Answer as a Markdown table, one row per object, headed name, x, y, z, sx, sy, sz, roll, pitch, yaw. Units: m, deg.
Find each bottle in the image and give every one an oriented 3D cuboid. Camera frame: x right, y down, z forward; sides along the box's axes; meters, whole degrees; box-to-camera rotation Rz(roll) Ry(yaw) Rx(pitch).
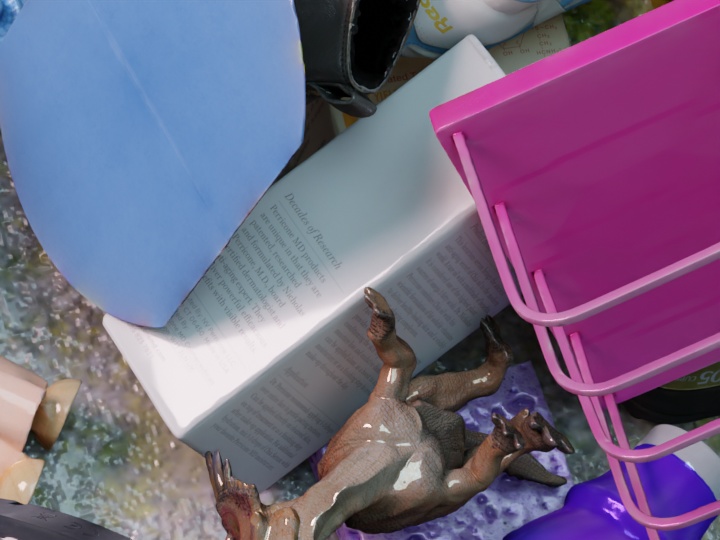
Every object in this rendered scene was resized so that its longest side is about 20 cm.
| name | x | y | z | sx | sy | sz | roll | pitch | yaw |
| --- | --- | --- | --- | --- | --- | --- | --- | --- | --- |
| bottle | 0.085 | 0.151 | 1.141 | 0.083 | 0.065 | 0.200 | 42 | 67 | 2 |

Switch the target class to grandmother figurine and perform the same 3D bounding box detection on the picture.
| name | x | y | z | sx | sy | sz | roll | pitch | yaw |
| --- | --- | --- | --- | --- | --- | --- | --- | --- | --- |
| grandmother figurine | -0.223 | 0.033 | 1.150 | 0.199 | 0.061 | 0.122 | 24 | 59 | -6 |

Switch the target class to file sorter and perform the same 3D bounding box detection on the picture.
| name | x | y | z | sx | sy | sz | roll | pitch | yaw |
| --- | --- | --- | --- | --- | --- | --- | --- | --- | --- |
| file sorter | 0.138 | 0.012 | 1.053 | 0.139 | 0.200 | 0.126 | -24 | 46 | 9 |

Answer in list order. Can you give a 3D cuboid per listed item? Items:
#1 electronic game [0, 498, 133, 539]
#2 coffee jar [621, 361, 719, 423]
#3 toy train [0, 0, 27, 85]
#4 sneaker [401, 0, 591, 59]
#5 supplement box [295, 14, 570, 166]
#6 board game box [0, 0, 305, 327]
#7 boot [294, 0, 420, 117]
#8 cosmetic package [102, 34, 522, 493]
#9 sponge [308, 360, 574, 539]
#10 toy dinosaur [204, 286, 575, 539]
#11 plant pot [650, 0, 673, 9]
| name | x | y | z | sx | sy | sz | roll | pitch | yaw |
| --- | --- | --- | --- | --- | --- | --- | --- | --- | --- |
| electronic game | -0.104 | 0.150 | 1.055 | 0.199 | 0.200 | 0.042 | 27 | 64 | -2 |
| coffee jar | 0.161 | -0.021 | 1.183 | 0.104 | 0.200 | 0.085 | -15 | 49 | -17 |
| toy train | -0.180 | -0.160 | 1.214 | 0.114 | 0.087 | 0.200 | -34 | 81 | -27 |
| sneaker | 0.072 | -0.144 | 1.184 | 0.200 | 0.081 | 0.077 | -23 | 86 | -55 |
| supplement box | 0.020 | -0.133 | 1.253 | 0.126 | 0.074 | 0.201 | -10 | 73 | -17 |
| board game box | -0.076 | -0.076 | 1.098 | 0.039 | 0.200 | 0.158 | -8 | 57 | -43 |
| boot | -0.030 | -0.144 | 1.142 | 0.069 | 0.174 | 0.201 | 21 | 67 | -38 |
| cosmetic package | 0.000 | 0.000 | 1.142 | 0.200 | 0.101 | 0.071 | -37 | 64 | 3 |
| sponge | 0.057 | 0.150 | 1.186 | 0.111 | 0.030 | 0.201 | -14 | 74 | -17 |
| toy dinosaur | 0.007 | 0.086 | 1.123 | 0.136 | 0.200 | 0.086 | -44 | 68 | 18 |
| plant pot | 0.219 | -0.203 | 1.268 | 0.176 | 0.200 | 0.201 | -17 | 75 | -8 |
